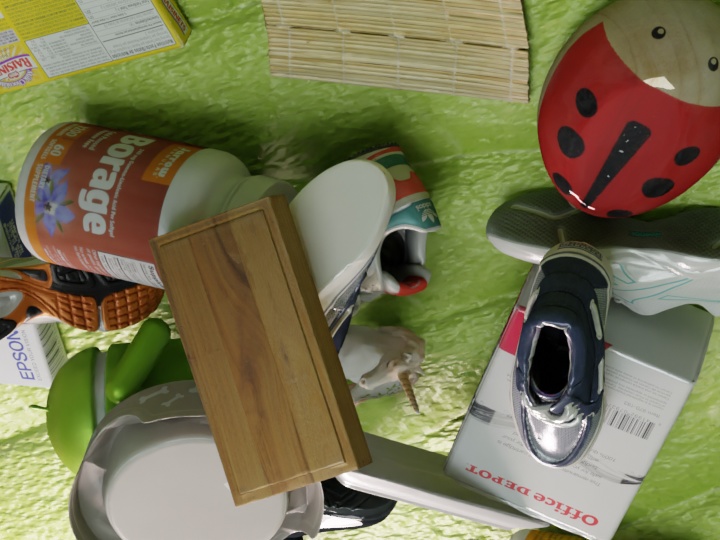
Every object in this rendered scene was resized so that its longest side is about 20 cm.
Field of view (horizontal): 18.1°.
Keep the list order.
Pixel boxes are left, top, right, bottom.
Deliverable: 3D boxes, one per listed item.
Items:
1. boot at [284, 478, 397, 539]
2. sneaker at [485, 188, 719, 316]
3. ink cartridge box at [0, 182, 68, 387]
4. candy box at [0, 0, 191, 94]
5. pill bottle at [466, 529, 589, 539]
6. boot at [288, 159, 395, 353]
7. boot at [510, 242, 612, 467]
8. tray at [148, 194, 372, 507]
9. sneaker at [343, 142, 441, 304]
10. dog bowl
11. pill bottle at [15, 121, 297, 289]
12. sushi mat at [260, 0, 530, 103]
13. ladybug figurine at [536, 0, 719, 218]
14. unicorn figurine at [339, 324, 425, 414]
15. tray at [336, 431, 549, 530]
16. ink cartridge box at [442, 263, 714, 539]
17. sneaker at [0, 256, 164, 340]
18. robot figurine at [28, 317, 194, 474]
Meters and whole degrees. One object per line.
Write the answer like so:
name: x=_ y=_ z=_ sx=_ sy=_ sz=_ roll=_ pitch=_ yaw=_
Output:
boot: x=-0.050 y=0.228 z=1.944 sx=0.200 sy=0.076 sz=0.168 roll=9 pitch=129 yaw=24
sneaker: x=0.188 y=-0.005 z=1.649 sx=0.200 sy=0.070 sz=0.080 roll=10 pitch=135 yaw=13
ink cartridge box: x=-0.363 y=0.010 z=1.908 sx=0.200 sy=0.043 sz=0.196 roll=2 pitch=131 yaw=19
candy box: x=-0.232 y=-0.191 z=1.685 sx=0.200 sy=0.026 sz=0.102 roll=-10 pitch=127 yaw=30
pill bottle: x=0.179 y=0.275 z=1.872 sx=0.200 sy=0.109 sz=0.109 roll=8 pitch=132 yaw=16
boot: x=-0.028 y=0.006 z=1.653 sx=0.073 sy=0.090 sz=0.200 roll=42 pitch=106 yaw=22
boot: x=0.135 y=0.082 z=1.609 sx=0.073 sy=0.090 sz=0.200 roll=10 pitch=129 yaw=14
tray: x=-0.071 y=0.057 z=1.600 sx=0.099 sy=0.037 sz=0.200 roll=-19 pitch=87 yaw=19
sneaker: x=0.000 y=0.000 z=1.704 sx=0.093 sy=0.070 sz=0.200 roll=53 pitch=137 yaw=25
dog bowl: x=-0.128 y=0.168 z=1.779 sx=0.200 sy=0.059 sz=0.200 roll=-2 pitch=129 yaw=-3
pill bottle: x=-0.150 y=-0.044 z=1.702 sx=0.200 sy=0.112 sz=0.112 roll=12 pitch=134 yaw=26
sushi mat: x=0.024 y=-0.167 z=1.611 sx=0.200 sy=0.012 sz=0.096 roll=7 pitch=130 yaw=16
ladybug figurine: x=0.190 y=-0.104 z=1.559 sx=0.136 sy=0.072 sz=0.200 roll=25 pitch=134 yaw=-1
unicorn figurine: x=-0.004 y=0.073 z=1.753 sx=0.137 sy=0.200 sz=0.074 roll=-7 pitch=90 yaw=14
tray: x=0.045 y=0.165 z=1.790 sx=0.200 sy=0.107 sz=0.022 roll=18 pitch=103 yaw=-28
ink cartridge box: x=0.165 y=0.098 z=1.738 sx=0.145 sy=0.083 sz=0.200 roll=23 pitch=134 yaw=3
sneaker: x=-0.258 y=0.011 z=1.816 sx=0.200 sy=0.092 sz=0.076 roll=-7 pitch=103 yaw=-23
robot figurine: x=-0.164 y=0.115 z=1.846 sx=0.200 sy=0.116 sz=0.175 roll=-5 pitch=156 yaw=1
